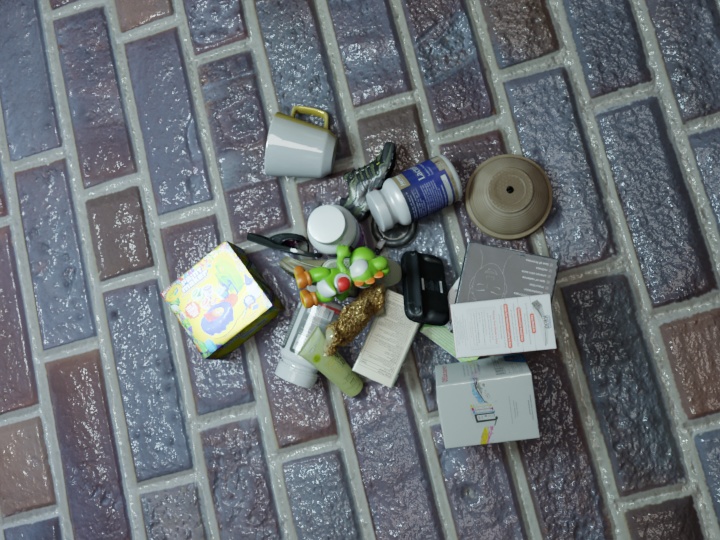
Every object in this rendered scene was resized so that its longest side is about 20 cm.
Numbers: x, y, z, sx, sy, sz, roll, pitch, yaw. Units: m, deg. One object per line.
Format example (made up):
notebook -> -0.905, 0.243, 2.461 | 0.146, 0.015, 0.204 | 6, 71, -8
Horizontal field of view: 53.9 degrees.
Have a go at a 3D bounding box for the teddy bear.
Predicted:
teddy bear -> -0.010, 0.110, 1.522 | 0.067, 0.200, 0.145 | 35, 132, 16

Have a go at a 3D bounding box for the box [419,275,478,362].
box -> 0.250, 0.101, 1.612 | 0.144, 0.036, 0.200 | 37, 89, 11

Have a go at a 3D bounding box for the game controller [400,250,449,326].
game controller -> 0.144, 0.037, 1.579 | 0.104, 0.042, 0.201 | 16, 46, -18

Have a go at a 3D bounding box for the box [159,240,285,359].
box -> -0.320, 0.073, 1.658 | 0.200, 0.122, 0.193 | -39, 78, 2

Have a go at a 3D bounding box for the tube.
tube -> -0.064, 0.210, 1.572 | 0.052, 0.200, 0.058 | -25, 38, 18

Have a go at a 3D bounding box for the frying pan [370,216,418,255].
frying pan -> 0.049, -0.086, 1.670 | 0.190, 0.031, 0.115 | -35, 78, 0

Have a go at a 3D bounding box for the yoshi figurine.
yoshi figurine -> -0.039, 0.006, 1.517 | 0.199, 0.112, 0.112 | -16, 73, -6

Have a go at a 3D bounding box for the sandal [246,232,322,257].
sandal -> -0.179, -0.070, 1.659 | 0.200, 0.075, 0.048 | 16, 95, 23

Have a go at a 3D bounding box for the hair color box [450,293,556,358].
hair color box -> 0.287, 0.114, 1.434 | 0.199, 0.064, 0.112 | -6, 83, 9

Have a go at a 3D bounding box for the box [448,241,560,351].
box -> 0.307, 0.058, 1.528 | 0.199, 0.124, 0.198 | 12, 85, 9

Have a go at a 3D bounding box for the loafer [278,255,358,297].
loafer -> -0.093, 0.003, 1.659 | 0.199, 0.076, 0.068 | 21, 79, -2

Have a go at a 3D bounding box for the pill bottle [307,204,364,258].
pill bottle -> -0.058, -0.086, 1.596 | 0.112, 0.200, 0.113 | -1, 83, 9

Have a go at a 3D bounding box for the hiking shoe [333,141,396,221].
hiking shoe -> 0.012, -0.223, 1.666 | 0.100, 0.076, 0.201 | 27, 89, 7

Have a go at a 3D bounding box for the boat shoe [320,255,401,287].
boat shoe -> 0.000, 0.000, 1.603 | 0.199, 0.062, 0.075 | 1, 97, -23

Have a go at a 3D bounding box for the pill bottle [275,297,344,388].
pill bottle -> -0.115, 0.159, 1.620 | 0.113, 0.114, 0.201 | 21, 87, 10

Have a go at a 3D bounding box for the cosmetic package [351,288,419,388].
cosmetic package -> 0.068, 0.154, 1.606 | 0.103, 0.087, 0.201 | 24, 86, 9

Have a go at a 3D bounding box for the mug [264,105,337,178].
mug -> -0.132, -0.302, 1.668 | 0.152, 0.149, 0.188 | 11, 91, 2

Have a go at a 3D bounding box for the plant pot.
plant pot -> 0.337, -0.173, 1.603 | 0.200, 0.093, 0.202 | -1, 83, 7

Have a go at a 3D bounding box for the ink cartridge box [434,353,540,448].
ink cartridge box -> 0.267, 0.278, 1.517 | 0.199, 0.147, 0.145 | -9, 99, 7

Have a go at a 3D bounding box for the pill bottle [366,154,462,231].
pill bottle -> 0.120, -0.172, 1.606 | 0.199, 0.116, 0.116 | -26, 80, -8
